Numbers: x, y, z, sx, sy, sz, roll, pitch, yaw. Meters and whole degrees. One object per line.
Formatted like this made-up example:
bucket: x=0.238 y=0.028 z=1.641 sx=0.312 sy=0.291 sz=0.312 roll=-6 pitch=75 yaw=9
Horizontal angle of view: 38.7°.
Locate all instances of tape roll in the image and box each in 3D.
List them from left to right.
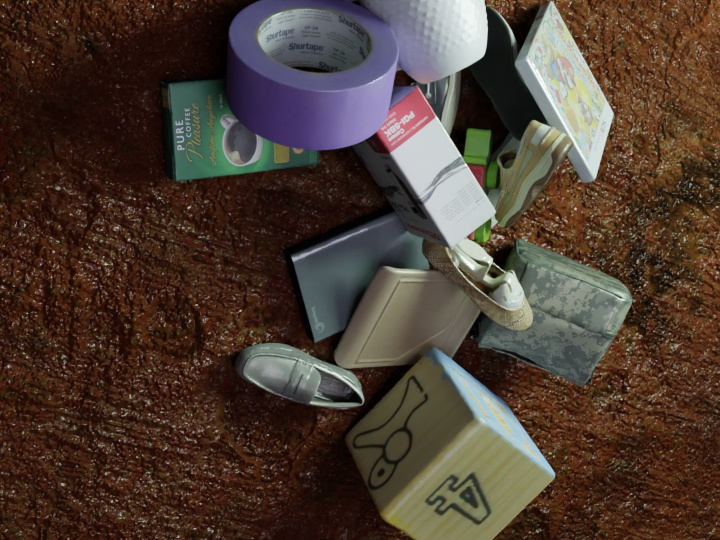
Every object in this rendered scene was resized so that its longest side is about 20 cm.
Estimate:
tape roll: x=-0.058 y=-0.237 z=1.208 sx=0.198 sy=0.201 sz=0.085 roll=-13 pitch=139 yaw=-23

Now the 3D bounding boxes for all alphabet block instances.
alphabet block: x=0.127 y=0.272 z=1.501 sx=0.200 sy=0.196 sz=0.196 roll=-45 pitch=122 yaw=9

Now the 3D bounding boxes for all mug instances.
mug: x=0.059 y=-0.323 z=1.283 sx=0.199 sy=0.148 sz=0.176 roll=-19 pitch=106 yaw=26

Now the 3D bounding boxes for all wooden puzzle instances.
wooden puzzle: x=0.076 y=0.066 z=1.478 sx=0.199 sy=0.037 sz=0.186 roll=4 pitch=128 yaw=-32

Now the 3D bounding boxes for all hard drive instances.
hard drive: x=0.000 y=0.000 z=1.445 sx=0.199 sy=0.033 sz=0.141 roll=-23 pitch=118 yaw=-19

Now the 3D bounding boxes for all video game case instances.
video game case: x=0.288 y=-0.250 z=1.424 sx=0.201 sy=0.023 sz=0.182 roll=54 pitch=38 yaw=-22

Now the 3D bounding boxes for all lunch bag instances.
lunch bag: x=0.280 y=0.067 z=1.529 sx=0.199 sy=0.139 sz=0.169 roll=22 pitch=103 yaw=1

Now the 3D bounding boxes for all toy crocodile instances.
toy crocodile: x=0.156 y=-0.101 z=1.457 sx=0.062 sy=0.067 sz=0.202 roll=-33 pitch=134 yaw=-67

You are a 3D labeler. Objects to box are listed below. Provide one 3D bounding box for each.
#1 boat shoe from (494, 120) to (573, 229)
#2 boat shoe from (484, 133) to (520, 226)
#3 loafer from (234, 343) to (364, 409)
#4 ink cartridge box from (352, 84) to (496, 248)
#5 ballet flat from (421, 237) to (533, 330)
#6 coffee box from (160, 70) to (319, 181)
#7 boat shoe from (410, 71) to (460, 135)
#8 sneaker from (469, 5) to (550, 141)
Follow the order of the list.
boat shoe: x=0.219 y=-0.135 z=1.399 sx=0.072 sy=0.076 sz=0.200 roll=-47 pitch=171 yaw=-35
boat shoe: x=0.228 y=-0.142 z=1.490 sx=0.071 sy=0.070 sz=0.201 roll=33 pitch=92 yaw=-32
loafer: x=-0.081 y=0.151 z=1.436 sx=0.199 sy=0.070 sz=0.070 roll=15 pitch=102 yaw=-31
ink cartridge box: x=0.070 y=-0.137 z=1.343 sx=0.083 sy=0.147 sz=0.201 roll=-38 pitch=110 yaw=-9
ballet flat: x=0.172 y=0.011 z=1.412 sx=0.199 sy=0.065 sz=0.071 roll=36 pitch=56 yaw=-13
coffee box: x=-0.149 y=-0.185 z=1.288 sx=0.198 sy=0.044 sz=0.124 roll=-11 pitch=111 yaw=-25
boat shoe: x=0.102 y=-0.258 z=1.400 sx=0.062 sy=0.073 sz=0.202 roll=12 pitch=114 yaw=13
sneaker: x=0.219 y=-0.274 z=1.433 sx=0.121 sy=0.083 sz=0.201 roll=-21 pitch=86 yaw=-63
